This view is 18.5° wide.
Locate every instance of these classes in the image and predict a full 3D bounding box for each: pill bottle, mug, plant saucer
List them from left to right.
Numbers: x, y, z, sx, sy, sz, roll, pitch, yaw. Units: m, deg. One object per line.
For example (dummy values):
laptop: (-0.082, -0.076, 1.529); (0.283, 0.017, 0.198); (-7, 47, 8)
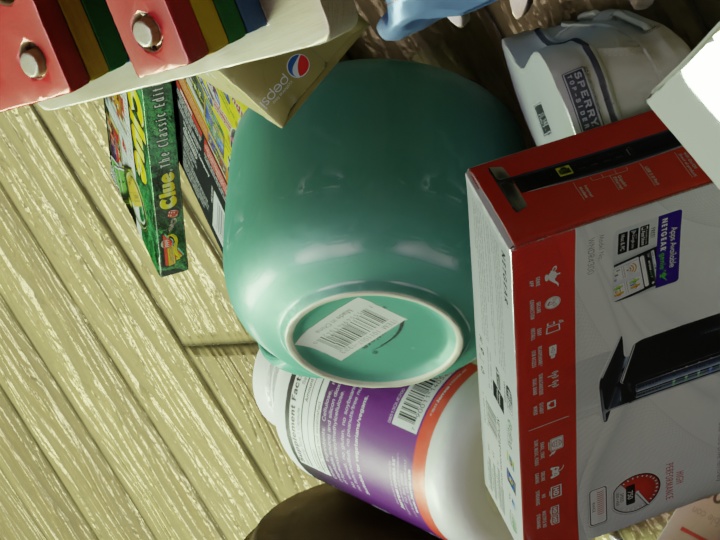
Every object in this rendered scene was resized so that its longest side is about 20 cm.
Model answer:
mug: (0.010, -0.003, 1.101); (0.152, 0.115, 0.185); (-3, 145, 6)
plant saucer: (0.025, 0.162, 1.268); (0.200, 0.200, 0.030); (20, 119, 48)
pill bottle: (0.028, 0.082, 1.261); (0.200, 0.112, 0.113); (20, 139, 49)

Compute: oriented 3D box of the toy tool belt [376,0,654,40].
toy tool belt: (0.044, -0.143, 0.943); (0.200, 0.125, 0.123); (-19, 102, 57)

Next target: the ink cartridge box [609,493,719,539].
ink cartridge box: (0.211, 0.152, 1.010); (0.115, 0.068, 0.200); (25, 169, 42)

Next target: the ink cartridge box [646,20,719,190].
ink cartridge box: (0.221, -0.037, 0.759); (0.200, 0.145, 0.088); (51, 156, 3)

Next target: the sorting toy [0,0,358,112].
sorting toy: (-0.124, -0.165, 0.913); (0.200, 0.070, 0.199); (-8, 109, 46)

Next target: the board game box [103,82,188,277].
board game box: (-0.136, -0.102, 1.348); (0.200, 0.023, 0.105); (89, 156, -44)

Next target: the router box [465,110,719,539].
router box: (0.138, 0.016, 0.921); (0.200, 0.179, 0.049); (82, 165, -46)

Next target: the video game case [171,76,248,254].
video game case: (-0.077, -0.089, 1.248); (0.181, 0.025, 0.200); (97, 151, -55)

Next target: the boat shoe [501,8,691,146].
boat shoe: (0.105, -0.082, 0.964); (0.200, 0.066, 0.072); (-110, 0, -89)

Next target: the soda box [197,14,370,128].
soda box: (-0.068, -0.129, 1.064); (0.068, 0.064, 0.200); (41, 179, -23)
